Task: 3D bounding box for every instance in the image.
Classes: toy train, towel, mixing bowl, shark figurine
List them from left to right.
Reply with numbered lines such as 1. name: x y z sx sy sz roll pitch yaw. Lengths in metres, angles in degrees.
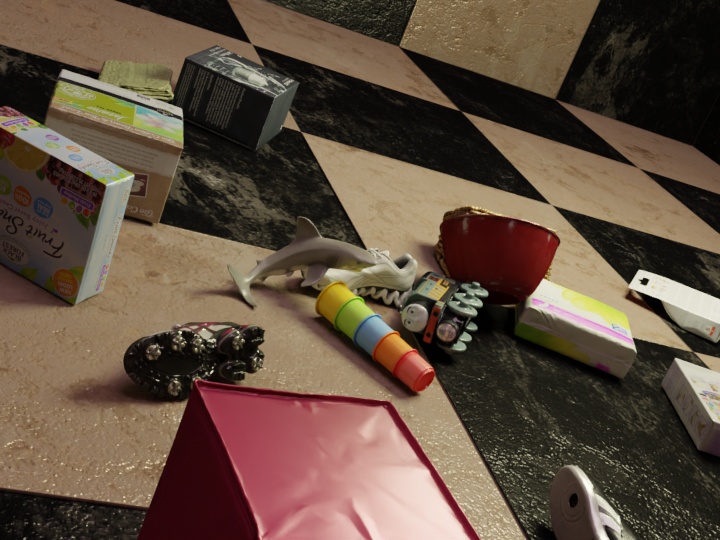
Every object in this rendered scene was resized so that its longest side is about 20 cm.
1. towel: -0.440 -0.368 2.058 0.147 0.037 0.200 3 26 -13
2. shark figurine: -0.098 -0.028 1.505 0.213 0.090 0.128 -13 26 -17
3. toy train: 0.123 0.060 1.592 0.113 0.086 0.200 19 18 11
4. mixing bowl: 0.220 -0.007 1.711 0.198 0.109 0.200 9 -14 2

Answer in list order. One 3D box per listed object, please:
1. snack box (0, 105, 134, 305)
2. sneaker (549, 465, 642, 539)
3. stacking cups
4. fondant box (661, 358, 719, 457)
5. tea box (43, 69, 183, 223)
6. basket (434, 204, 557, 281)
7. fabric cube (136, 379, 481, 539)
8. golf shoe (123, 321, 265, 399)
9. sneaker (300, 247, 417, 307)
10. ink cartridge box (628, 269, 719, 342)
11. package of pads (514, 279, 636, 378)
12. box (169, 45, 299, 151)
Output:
1. snack box: -0.391 -0.080 1.283 0.199 0.170 0.068 29 25 13
2. sneaker: 0.294 0.313 1.194 0.111 0.073 0.201 17 30 -24
3. stacking cups: 0.018 0.095 1.446 0.060 0.061 0.200 -2 36 -47
4. fondant box: 0.580 0.230 1.677 0.143 0.059 0.200 19 21 -10
5. tea box: -0.381 -0.189 1.596 0.199 0.134 0.197 16 23 -18
6. basket: 0.236 -0.018 1.908 0.199 0.150 0.143 14 -10 -21
7. fabric cube: -0.055 0.232 0.847 0.199 0.200 0.196 10 26 -29
8. golf shoe: -0.202 0.098 1.216 0.088 0.078 0.199 14 9 39
9. sneaker: 0.000 0.000 1.609 0.199 0.081 0.075 6 28 -33
10. ink cartridge box: 0.647 0.071 2.150 0.199 0.050 0.162 21 21 17
11. package of pads: 0.357 0.089 1.769 0.199 0.069 0.155 23 22 -1
12. box: -0.253 -0.350 2.120 0.196 0.125 0.200 25 22 1
